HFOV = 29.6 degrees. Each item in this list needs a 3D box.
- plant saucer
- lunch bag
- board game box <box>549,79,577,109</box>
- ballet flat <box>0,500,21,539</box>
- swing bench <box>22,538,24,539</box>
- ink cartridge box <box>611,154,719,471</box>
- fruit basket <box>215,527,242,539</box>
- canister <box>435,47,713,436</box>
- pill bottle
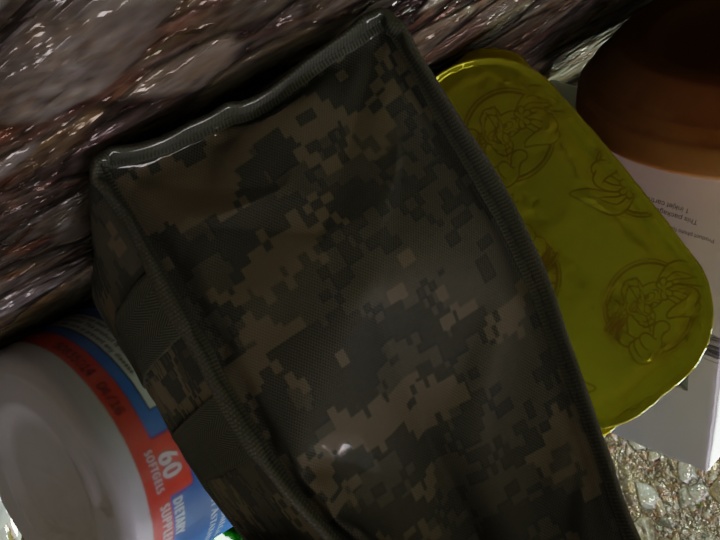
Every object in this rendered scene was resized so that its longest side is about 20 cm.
[{"bbox_3d":[0.202,-0.100,0.652,0.198,0.038,0.201,-7,-152,3],"label":"plant saucer"},{"bbox_3d":[0.002,0.050,0.429,0.117,0.201,0.164,-30,177,-14],"label":"lunch bag"},{"bbox_3d":[0.112,0.015,0.790,0.201,0.064,0.147,-62,145,-6],"label":"board game box"},{"bbox_3d":[-0.203,0.117,0.673,0.069,0.072,0.200,-28,175,-29],"label":"ballet flat"},{"bbox_3d":[-0.284,0.214,0.923,0.198,0.130,0.200,-30,171,0],"label":"swing bench"},{"bbox_3d":[0.196,-0.015,0.757,0.084,0.201,0.145,21,-140,33],"label":"ink cartridge box"},{"bbox_3d":[-0.031,0.125,0.956,0.214,0.156,0.217,-12,-140,10],"label":"fruit basket"},{"bbox_3d":[0.075,-0.013,0.606,0.086,0.149,0.200,-40,178,4],"label":"canister"},{"bbox_3d":[-0.058,0.047,0.603,0.199,0.113,0.112,-29,176,-38],"label":"pill bottle"}]
